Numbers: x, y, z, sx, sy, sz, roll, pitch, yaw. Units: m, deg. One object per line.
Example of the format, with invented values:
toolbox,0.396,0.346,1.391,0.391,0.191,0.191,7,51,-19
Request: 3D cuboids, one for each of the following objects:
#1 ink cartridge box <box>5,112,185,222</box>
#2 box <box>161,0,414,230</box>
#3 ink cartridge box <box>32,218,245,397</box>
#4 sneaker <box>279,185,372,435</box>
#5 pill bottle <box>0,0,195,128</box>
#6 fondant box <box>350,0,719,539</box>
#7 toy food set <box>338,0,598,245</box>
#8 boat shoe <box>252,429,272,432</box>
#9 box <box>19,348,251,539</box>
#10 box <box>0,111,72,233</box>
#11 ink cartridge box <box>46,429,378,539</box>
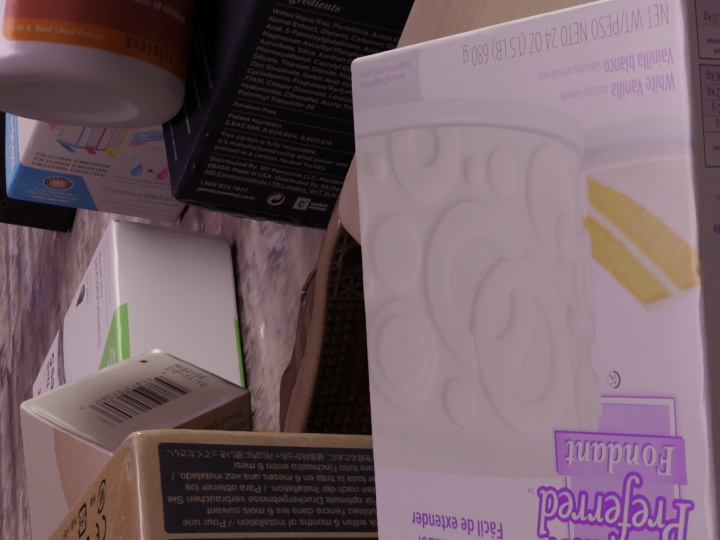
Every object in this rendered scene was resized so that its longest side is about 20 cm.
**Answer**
ink cartridge box,-0.154,-0.145,1.011,0.200,0.127,0.126,128,142,-49
box,-0.025,-0.145,0.751,0.149,0.103,0.201,-104,33,-42
ink cartridge box,-0.149,0.088,0.975,0.200,0.083,0.147,124,145,-45
sneaker,0.000,0.000,0.689,0.076,0.070,0.201,-118,43,-54
pill bottle,-0.131,-0.179,0.736,0.112,0.111,0.202,168,110,-64
fondant box,0.067,0.024,0.466,0.144,0.058,0.202,-4,90,51
toy food set,0.076,-0.049,0.543,0.144,0.060,0.201,47,129,36
boat shoe,-0.113,0.157,0.893,0.071,0.070,0.201,-108,34,-44
box,-0.110,0.154,0.775,0.077,0.095,0.202,19,120,39
box,-0.306,-0.154,1.382,0.122,0.105,0.202,-126,49,-58
ink cartridge box,-0.046,0.137,0.630,0.200,0.163,0.076,131,137,-52
